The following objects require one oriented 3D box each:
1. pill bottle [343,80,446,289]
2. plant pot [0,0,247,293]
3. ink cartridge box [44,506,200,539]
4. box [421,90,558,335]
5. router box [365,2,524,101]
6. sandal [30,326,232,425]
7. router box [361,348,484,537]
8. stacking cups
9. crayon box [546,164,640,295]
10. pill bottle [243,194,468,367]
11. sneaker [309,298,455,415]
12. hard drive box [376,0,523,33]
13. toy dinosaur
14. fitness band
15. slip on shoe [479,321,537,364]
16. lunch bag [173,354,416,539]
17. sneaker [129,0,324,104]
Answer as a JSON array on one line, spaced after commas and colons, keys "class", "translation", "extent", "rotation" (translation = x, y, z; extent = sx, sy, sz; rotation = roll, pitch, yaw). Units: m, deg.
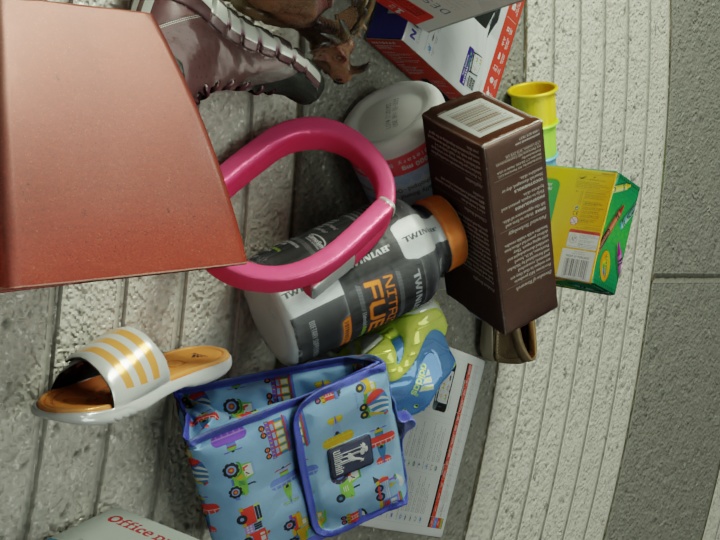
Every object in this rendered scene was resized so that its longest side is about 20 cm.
[{"class": "pill bottle", "translation": [0.063, -0.079, 1.201], "extent": [0.109, 0.108, 0.201], "rotation": [-53, 133, -30]}, {"class": "plant pot", "translation": [-0.218, -0.077, 0.801], "extent": [0.199, 0.198, 0.179], "rotation": [-6, 90, -50]}, {"class": "ink cartridge box", "translation": [-0.210, 0.295, 0.912], "extent": [0.199, 0.144, 0.147], "rotation": [-19, 112, -47]}, {"class": "box", "translation": [0.123, -0.053, 1.119], "extent": [0.074, 0.100, 0.202], "rotation": [-23, 124, -23]}, {"class": "router box", "translation": [0.101, -0.287, 1.250], "extent": [0.179, 0.048, 0.202], "rotation": [29, 75, -50]}, {"class": "sandal", "translation": [-0.182, 0.071, 0.962], "extent": [0.206, 0.078, 0.060], "rotation": [-20, 112, -57]}, {"class": "router box", "translation": [0.045, 0.170, 1.267], "extent": [0.179, 0.048, 0.202], "rotation": [24, 79, -51]}, {"class": "stacking cups", "translation": [0.210, -0.117, 1.414], "extent": [0.060, 0.060, 0.202], "rotation": [-30, 120, -44]}, {"class": "crayon box", "translation": [0.188, -0.051, 1.289], "extent": [0.058, 0.198, 0.120], "rotation": [22, 82, -50]}, {"class": "pill bottle", "translation": [0.000, 0.000, 1.092], "extent": [0.198, 0.106, 0.107], "rotation": [-25, 119, -20]}, {"class": "sneaker", "translation": [0.009, 0.114, 1.142], "extent": [0.199, 0.076, 0.106], "rotation": [-33, 108, -5]}, {"class": "hard drive box", "translation": [0.066, -0.293, 1.052], "extent": [0.155, 0.199, 0.078], "rotation": [24, 79, -26]}, {"class": "toy dinosaur", "translation": [-0.049, -0.230, 0.991], "extent": [0.086, 0.135, 0.200], "rotation": [-59, 173, 3]}, {"class": "fitness band", "translation": [-0.056, -0.056, 1.033], "extent": [0.200, 0.143, 0.038], "rotation": [-42, 161, -32]}, {"class": "slip on shoe", "translation": [0.177, 0.012, 1.395], "extent": [0.076, 0.060, 0.203], "rotation": [-13, 108, -55]}, {"class": "lunch bag", "translation": [-0.047, 0.160, 1.054], "extent": [0.198, 0.094, 0.152], "rotation": [-16, 116, -9]}, {"class": "sneaker", "translation": [-0.123, -0.155, 0.993], "extent": [0.199, 0.075, 0.117], "rotation": [27, 81, -40]}]
